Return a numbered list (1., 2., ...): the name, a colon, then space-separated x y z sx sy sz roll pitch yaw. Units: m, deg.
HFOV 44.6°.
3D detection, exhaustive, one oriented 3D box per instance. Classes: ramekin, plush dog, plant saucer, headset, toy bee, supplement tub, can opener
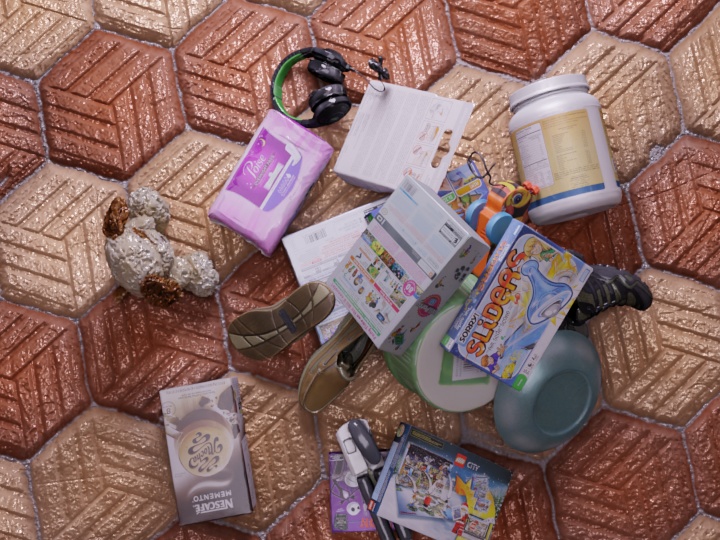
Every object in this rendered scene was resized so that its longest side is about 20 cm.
1. ramekin: 0.140 0.110 1.297 0.197 0.098 0.203 -7 109 -19
2. plush dog: -0.327 -0.016 1.308 0.160 0.172 0.201 -38 87 -3
3. plant saucer: 0.292 0.190 1.312 0.199 0.039 0.204 -8 110 -23
4. headset: -0.052 -0.292 1.362 0.197 0.094 0.125 -4 82 18
5. toy bee: 0.217 -0.082 1.285 0.108 0.201 0.131 -19 57 -23
6. supplement tub: 0.308 -0.182 1.341 0.143 0.145 0.203 -12 85 -1
7. can opener: 0.020 0.318 1.309 0.053 0.067 0.202 -23 86 -2

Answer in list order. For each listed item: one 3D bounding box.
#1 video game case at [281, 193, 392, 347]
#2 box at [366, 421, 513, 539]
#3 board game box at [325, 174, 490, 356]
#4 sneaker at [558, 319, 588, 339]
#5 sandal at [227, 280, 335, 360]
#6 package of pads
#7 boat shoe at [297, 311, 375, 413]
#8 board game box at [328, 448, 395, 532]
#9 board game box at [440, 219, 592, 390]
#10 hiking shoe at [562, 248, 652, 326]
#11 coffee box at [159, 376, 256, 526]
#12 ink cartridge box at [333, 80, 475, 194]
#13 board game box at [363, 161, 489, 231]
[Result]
1. video game case: 0.000 0.000 1.373 0.198 0.045 0.183 -21 86 -2
2. box: 0.121 0.328 1.308 0.199 0.038 0.138 28 78 -22
3. board game box: 0.062 -0.007 1.226 0.201 0.064 0.148 -51 53 13
4. sneaker: 0.263 0.042 1.345 0.113 0.076 0.202 -23 90 -28
5. sandal: -0.115 0.076 1.348 0.199 0.054 0.081 -30 88 22
6. package of pads: -0.141 -0.135 1.367 0.120 0.076 0.201 31 87 -2
7. boat shoe: -0.031 0.143 1.317 0.071 0.076 0.201 22 110 -24
8. board game box: 0.051 0.337 1.356 0.197 0.032 0.122 -3 90 -1
9. board game box: 0.217 0.050 1.221 0.134 0.034 0.202 28 94 -22
10. hiking shoe: 0.343 0.039 1.312 0.198 0.076 0.102 19 83 -14
11. coffee box: -0.229 0.271 1.332 0.111 0.080 0.203 -10 85 -2
12. ink cartridge box: 0.070 -0.194 1.342 0.198 0.050 0.163 20 84 33
13. board game box: 0.121 -0.067 1.352 0.198 0.034 0.137 -27 89 -21
